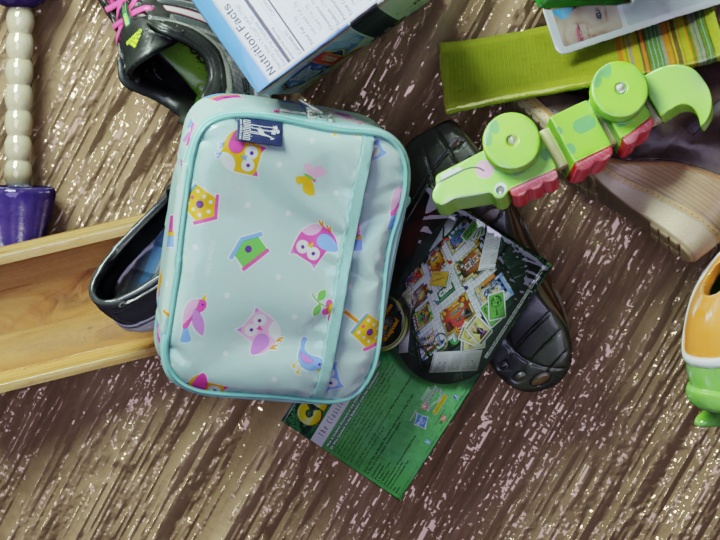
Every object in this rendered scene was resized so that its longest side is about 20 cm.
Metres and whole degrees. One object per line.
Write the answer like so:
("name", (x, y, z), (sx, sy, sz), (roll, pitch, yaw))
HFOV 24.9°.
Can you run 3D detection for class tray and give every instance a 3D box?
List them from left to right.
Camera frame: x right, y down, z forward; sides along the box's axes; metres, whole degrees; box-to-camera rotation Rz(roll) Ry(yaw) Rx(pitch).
("tray", (-0.214, 0.024, 1.189), (0.198, 0.037, 0.100), (-14, 106, -8))

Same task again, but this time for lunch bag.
("lunch bag", (-0.050, -0.015, 1.075), (0.158, 0.077, 0.202), (7, 103, -13))

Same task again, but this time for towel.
("towel", (0.153, -0.154, 1.143), (0.197, 0.086, 0.018), (-10, 125, 7))

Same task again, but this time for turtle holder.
("turtle holder", (0.312, 0.041, 1.115), (0.183, 0.141, 0.134), (-5, 94, 8))

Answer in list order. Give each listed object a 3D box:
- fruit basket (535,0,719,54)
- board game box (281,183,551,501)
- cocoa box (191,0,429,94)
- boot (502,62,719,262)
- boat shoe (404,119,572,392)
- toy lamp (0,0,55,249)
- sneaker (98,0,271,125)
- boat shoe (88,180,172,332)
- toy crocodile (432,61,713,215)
("fruit basket", (0.201, -0.266, 1.122), (0.198, 0.094, 0.187), (-17, 90, 1))
("board game box", (0.038, 0.051, 1.137), (0.104, 0.023, 0.201), (33, 104, 2))
("cocoa box", (-0.041, -0.207, 1.097), (0.131, 0.200, 0.134), (-36, 92, 8))
("boot", (0.217, -0.120, 1.158), (0.199, 0.072, 0.167), (39, 81, 14))
("boat shoe", (0.092, -0.010, 1.167), (0.075, 0.074, 0.202), (-23, 93, 19))
("toy lamp", (-0.253, -0.114, 1.200), (0.057, 0.058, 0.203), (1, 96, 6))
("sneaker", (-0.150, -0.178, 1.159), (0.200, 0.087, 0.074), (49, 124, -2))
("boat shoe", (-0.113, -0.041, 1.129), (0.200, 0.066, 0.070), (-42, 63, 8))
("toy crocodile", (0.139, -0.084, 1.082), (0.198, 0.068, 0.062), (-25, 77, -2))
